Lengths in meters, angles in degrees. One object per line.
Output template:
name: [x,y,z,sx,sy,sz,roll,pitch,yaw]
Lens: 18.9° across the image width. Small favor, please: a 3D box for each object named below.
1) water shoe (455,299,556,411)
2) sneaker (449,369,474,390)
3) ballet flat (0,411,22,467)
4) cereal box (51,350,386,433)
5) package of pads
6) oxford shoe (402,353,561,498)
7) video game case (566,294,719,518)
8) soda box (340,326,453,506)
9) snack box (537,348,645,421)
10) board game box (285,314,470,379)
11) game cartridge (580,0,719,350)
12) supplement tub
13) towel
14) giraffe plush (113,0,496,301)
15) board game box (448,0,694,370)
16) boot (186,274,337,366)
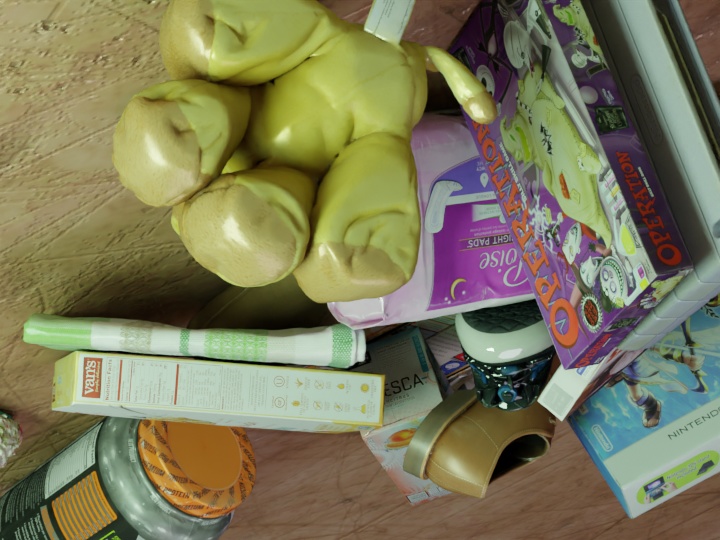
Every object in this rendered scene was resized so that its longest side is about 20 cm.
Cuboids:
water shoe: [0.102,0.053,1.368,0.071,0.079,0.200,-1,-173,9]
sneaker: [0.080,0.126,1.822,0.080,0.078,0.200,-21,162,-29]
ballet flat: [-0.288,0.125,1.445,0.076,0.064,0.200,-29,160,18]
cereal box: [-0.096,0.080,1.405,0.200,0.040,0.144,5,174,-12]
package of pads: [0.071,-0.038,1.295,0.200,0.121,0.076,-9,-170,-33]
oxford shoe: [0.111,0.096,1.488,0.200,0.071,0.071,-42,152,-42]
video game case: [0.227,0.058,1.574,0.181,0.200,0.045,-28,138,-4]
soda box: [0.040,0.109,1.566,0.064,0.068,0.200,-20,158,4]
snack box: [0.186,0.031,1.422,0.200,0.024,0.072,-32,156,-51]
board game box: [0.047,0.036,1.553,0.200,0.046,0.151,-28,156,27]
game cartridge: [0.149,-0.071,1.180,0.038,0.200,0.130,-6,156,-28]
supplement tub: [-0.176,0.174,1.603,0.200,0.123,0.122,-35,156,35]
towel: [-0.100,0.039,1.324,0.200,0.031,0.149,4,175,-4]
giraffe plush: [-0.048,-0.062,1.103,0.200,0.173,0.162,-52,-170,-31]
board game box: [0.107,-0.061,1.163,0.032,0.200,0.120,-12,158,-21]
boot: [0.000,0.000,1.424,0.175,0.066,0.200,5,149,-28]
